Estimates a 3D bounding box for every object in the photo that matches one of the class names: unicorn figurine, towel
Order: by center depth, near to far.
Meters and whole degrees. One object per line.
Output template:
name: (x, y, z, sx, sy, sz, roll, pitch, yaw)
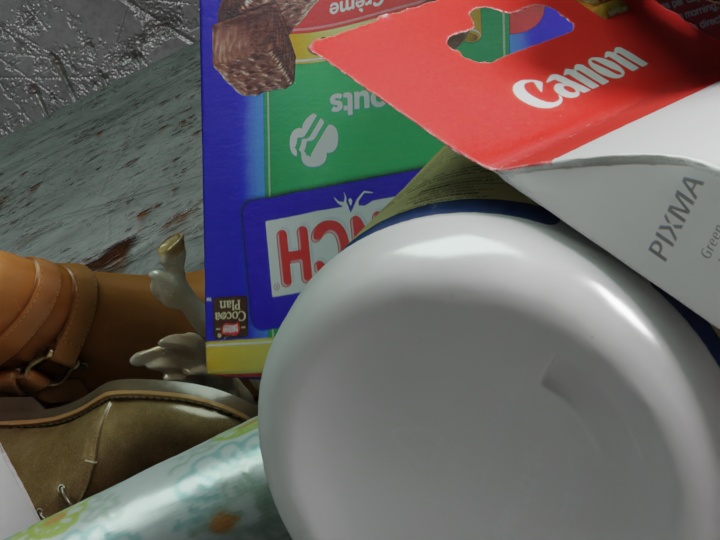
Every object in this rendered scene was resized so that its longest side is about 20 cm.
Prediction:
towel: (-0.072, 0.095, 0.784, 0.171, 0.048, 0.200, -27, -3, 2)
unicorn figurine: (0.000, 0.000, 0.985, 0.200, 0.137, 0.074, -40, 22, 4)

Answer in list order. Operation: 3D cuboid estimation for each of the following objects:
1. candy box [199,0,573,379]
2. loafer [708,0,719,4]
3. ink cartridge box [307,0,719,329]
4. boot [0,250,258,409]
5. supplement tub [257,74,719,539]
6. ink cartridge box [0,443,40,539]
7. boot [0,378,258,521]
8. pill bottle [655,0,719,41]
candy box: (0.022, -0.058, 0.872, 0.168, 0.201, 0.077, -4, -5, 26)
loafer: (0.084, -0.128, 0.690, 0.063, 0.072, 0.200, -1, 21, -14)
ink cartridge box: (0.110, -0.044, 0.619, 0.161, 0.200, 0.050, -26, -33, -51)
boot: (-0.117, 0.021, 1.016, 0.199, 0.155, 0.074, -31, 50, 21)
supplement tub: (0.069, 0.019, 0.680, 0.144, 0.145, 0.200, -19, 14, 30)
ink cartridge box: (-0.239, 0.153, 0.894, 0.199, 0.083, 0.147, -23, 13, 14)
boot: (-0.113, 0.095, 0.966, 0.199, 0.074, 0.076, -11, 48, 39)
pill bottle: (0.163, -0.096, 0.826, 0.112, 0.201, 0.112, -25, 13, 6)
